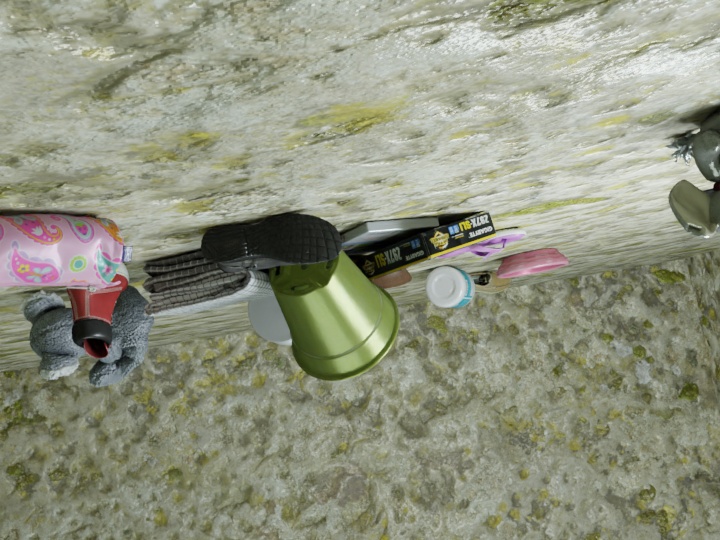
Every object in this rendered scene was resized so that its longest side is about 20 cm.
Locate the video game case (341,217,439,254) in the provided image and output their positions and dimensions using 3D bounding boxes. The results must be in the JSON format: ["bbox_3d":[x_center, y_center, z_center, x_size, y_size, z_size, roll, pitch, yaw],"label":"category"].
[{"bbox_3d":[0.022,-0.056,1.321,0.142,0.018,0.200,-7,172,-31],"label":"video game case"}]

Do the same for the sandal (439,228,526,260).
[{"bbox_3d":[0.251,-0.045,1.609,0.201,0.050,0.082,-13,173,24],"label":"sandal"}]

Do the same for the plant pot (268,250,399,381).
[{"bbox_3d":[-0.058,0.047,1.256,0.198,0.201,0.190,-12,140,16],"label":"plant pot"}]

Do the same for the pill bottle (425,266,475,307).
[{"bbox_3d":[0.254,0.048,2.131,0.110,0.112,0.200,-12,173,19],"label":"pill bottle"}]

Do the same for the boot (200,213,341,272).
[{"bbox_3d":[-0.119,-0.034,1.098,0.198,0.071,0.132,2,172,5],"label":"boot"}]

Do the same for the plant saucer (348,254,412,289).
[{"bbox_3d":[0.000,0.000,1.476,0.198,0.037,0.200,-2,-167,0],"label":"plant saucer"}]

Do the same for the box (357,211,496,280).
[{"bbox_3d":[0.112,-0.039,1.339,0.159,0.050,0.199,-17,178,-35],"label":"box"}]

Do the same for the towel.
[{"bbox_3d":[-0.240,0.015,1.261,0.198,0.086,0.166,-13,174,13],"label":"towel"}]

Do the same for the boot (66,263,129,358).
[{"bbox_3d":[-0.383,0.057,1.132,0.072,0.146,0.200,-11,175,-2],"label":"boot"}]

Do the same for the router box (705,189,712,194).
[{"bbox_3d":[0.774,-0.137,1.553,0.198,0.063,0.150,-12,174,17],"label":"router box"}]

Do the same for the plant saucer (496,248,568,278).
[{"bbox_3d":[0.473,-0.022,2.133,0.199,0.051,0.201,-10,173,-1],"label":"plant saucer"}]

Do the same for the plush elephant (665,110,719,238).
[{"bbox_3d":[0.459,-0.109,0.918,0.163,0.156,0.200,-7,172,-25],"label":"plush elephant"}]

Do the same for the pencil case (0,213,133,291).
[{"bbox_3d":[-0.349,-0.018,0.811,0.087,0.088,0.199,-15,170,40],"label":"pencil case"}]

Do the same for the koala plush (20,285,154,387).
[{"bbox_3d":[-0.488,0.106,1.353,0.183,0.179,0.199,-29,162,37],"label":"koala plush"}]

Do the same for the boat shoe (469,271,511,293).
[{"bbox_3d":[0.400,0.033,2.433,0.198,0.072,0.076,-7,161,-22],"label":"boat shoe"}]

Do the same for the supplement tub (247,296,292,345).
[{"bbox_3d":[-0.132,0.071,1.542,0.144,0.146,0.200,-11,179,14],"label":"supplement tub"}]
